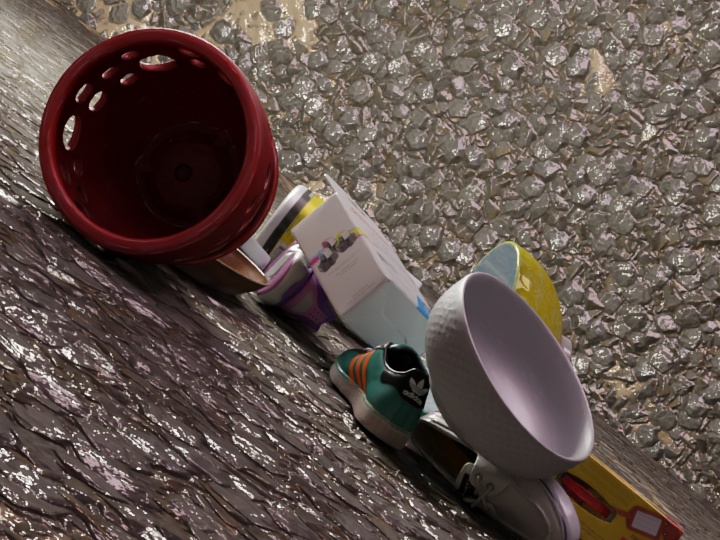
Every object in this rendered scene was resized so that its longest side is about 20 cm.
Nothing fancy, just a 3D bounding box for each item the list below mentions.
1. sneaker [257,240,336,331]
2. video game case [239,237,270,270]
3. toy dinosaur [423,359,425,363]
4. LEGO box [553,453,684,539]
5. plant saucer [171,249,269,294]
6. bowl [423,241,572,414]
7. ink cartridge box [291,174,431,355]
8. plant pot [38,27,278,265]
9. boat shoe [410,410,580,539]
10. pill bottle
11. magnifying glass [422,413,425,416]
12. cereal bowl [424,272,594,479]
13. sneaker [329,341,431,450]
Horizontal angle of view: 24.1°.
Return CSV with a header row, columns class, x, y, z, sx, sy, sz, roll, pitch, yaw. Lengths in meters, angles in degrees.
class,x,y,z,sx,sy,sz,roll,pitch,yaw
sneaker,-0.063,0.020,1.896,0.088,0.081,0.200,43,9,-8
video game case,-0.197,-0.078,1.885,0.181,0.023,0.200,33,-7,16
toy dinosaur,0.129,0.120,1.892,0.200,0.136,0.086,33,6,-34
LEGO box,0.243,0.242,1.794,0.200,0.077,0.149,39,0,14
plant saucer,-0.182,-0.032,1.719,0.200,0.037,0.200,36,6,-4
bowl,0.155,0.082,1.758,0.107,0.201,0.200,27,7,-12
ink cartridge box,0.000,0.000,1.784,0.115,0.068,0.200,45,10,-41
plant pot,-0.170,-0.099,1.530,0.200,0.201,0.183,37,-3,13
boat shoe,0.119,0.198,1.572,0.070,0.071,0.200,-7,40,-41
pill bottle,-0.030,-0.005,2.104,0.200,0.114,0.114,37,5,0
magnifying glass,0.065,0.160,1.750,0.200,0.022,0.080,38,5,10
cereal bowl,0.124,0.106,1.545,0.200,0.083,0.201,41,28,-28
sneaker,0.028,0.105,1.631,0.071,0.080,0.200,34,5,-19
